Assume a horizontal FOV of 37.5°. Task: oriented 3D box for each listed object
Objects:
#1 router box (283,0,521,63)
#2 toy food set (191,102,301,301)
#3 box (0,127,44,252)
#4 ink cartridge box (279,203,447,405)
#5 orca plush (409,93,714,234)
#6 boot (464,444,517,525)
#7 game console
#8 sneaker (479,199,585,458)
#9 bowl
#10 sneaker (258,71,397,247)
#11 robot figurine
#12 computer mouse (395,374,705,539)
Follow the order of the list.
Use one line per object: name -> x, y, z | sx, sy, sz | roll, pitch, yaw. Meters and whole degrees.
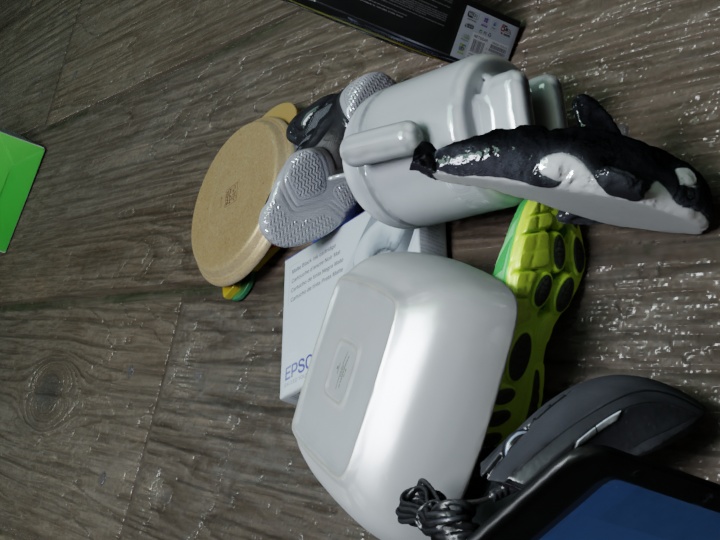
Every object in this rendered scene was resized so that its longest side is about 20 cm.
router box -> 0.015, -0.232, 0.918 | 0.157, 0.198, 0.053 | 33, 106, 55
toy food set -> -0.123, -0.075, 1.160 | 0.198, 0.048, 0.202 | -42, 42, 33
box -> -0.667, -0.156, 1.915 | 0.176, 0.096, 0.202 | 26, 95, 54
ink cartridge box -> 0.000, 0.000, 0.955 | 0.199, 0.040, 0.202 | -30, 50, 43
orca plush -> 0.135, -0.078, 0.701 | 0.197, 0.105, 0.072 | 8, 77, 18
boot -> 0.106, 0.219, 0.671 | 0.163, 0.073, 0.198 | -56, 39, 6
game console -> 0.127, 0.196, 0.532 | 0.116, 0.198, 0.178 | -17, 59, 49
sneaker -> 0.101, 0.034, 0.768 | 0.083, 0.074, 0.202 | 13, 83, 51
bowl -> 0.017, 0.082, 0.764 | 0.199, 0.074, 0.203 | 25, 98, 68
sneaker -> -0.041, -0.100, 1.015 | 0.201, 0.075, 0.113 | -54, 22, -20
robot figurine -> 0.064, -0.095, 0.814 | 0.199, 0.168, 0.115 | -11, 81, 47
computer mouse -> 0.113, 0.102, 0.606 | 0.140, 0.198, 0.047 | 175, 75, -85
